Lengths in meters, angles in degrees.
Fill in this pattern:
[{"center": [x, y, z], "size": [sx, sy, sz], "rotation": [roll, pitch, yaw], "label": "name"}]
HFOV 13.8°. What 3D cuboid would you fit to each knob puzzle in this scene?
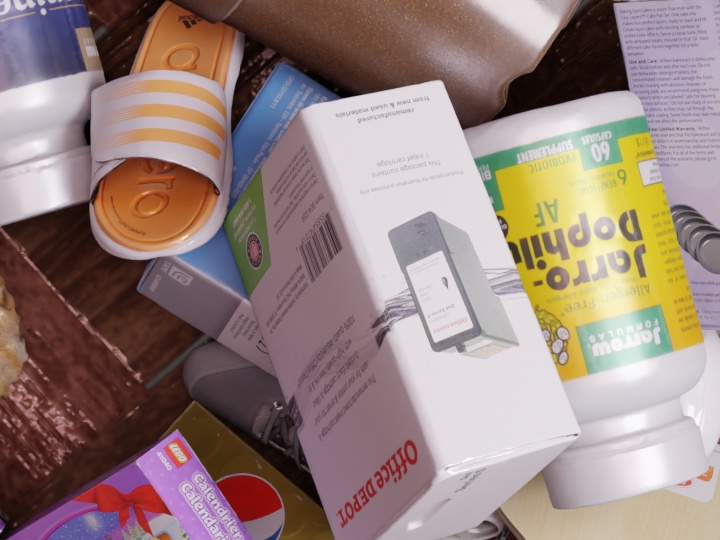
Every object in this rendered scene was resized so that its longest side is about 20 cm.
[{"center": [0.141, 0.088, 1.662], "size": [0.220, 0.030, 0.220], "rotation": [3, 67, -8], "label": "knob puzzle"}]

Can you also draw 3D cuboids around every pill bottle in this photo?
[{"center": [0.113, 0.016, 1.532], "size": [0.113, 0.113, 0.200], "rotation": [-14, 89, -1], "label": "pill bottle"}, {"center": [-0.203, -0.127, 1.629], "size": [0.111, 0.111, 0.200], "rotation": [-16, 92, -1], "label": "pill bottle"}]

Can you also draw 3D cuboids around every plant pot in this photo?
[{"center": [0.011, -0.179, 1.604], "size": [0.198, 0.200, 0.200], "rotation": [34, 90, -11], "label": "plant pot"}]

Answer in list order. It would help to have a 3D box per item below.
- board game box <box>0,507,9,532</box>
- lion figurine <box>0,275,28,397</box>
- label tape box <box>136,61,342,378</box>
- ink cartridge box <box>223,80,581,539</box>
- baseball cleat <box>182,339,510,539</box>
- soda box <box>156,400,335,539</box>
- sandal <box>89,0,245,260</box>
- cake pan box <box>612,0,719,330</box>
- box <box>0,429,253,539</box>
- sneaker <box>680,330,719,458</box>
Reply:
[{"center": [-0.271, 0.076, 1.629], "size": [0.032, 0.120, 0.200], "rotation": [-44, 93, 0], "label": "board game box"}, {"center": [-0.255, -0.019, 1.645], "size": [0.072, 0.122, 0.200], "rotation": [-32, 77, 0], "label": "lion figurine"}, {"center": [0.000, 0.000, 1.634], "size": [0.200, 0.066, 0.143], "rotation": [33, 60, -4], "label": "label tape box"}, {"center": [0.017, 0.028, 1.506], "size": [0.084, 0.146, 0.200], "rotation": [-13, 72, -25], "label": "ink cartridge box"}, {"center": [-0.007, 0.099, 1.646], "size": [0.200, 0.070, 0.106], "rotation": [15, 48, -2], "label": "baseball cleat"}, {"center": [-0.035, 0.162, 1.622], "size": [0.200, 0.064, 0.068], "rotation": [39, 81, 18], "label": "soda box"}, {"center": [-0.109, -0.093, 1.603], "size": [0.079, 0.059, 0.207], "rotation": [-8, 47, 14], "label": "sandal"}, {"center": [0.232, -0.061, 1.510], "size": [0.052, 0.200, 0.184], "rotation": [-28, 109, -43], "label": "cake pan box"}, {"center": [-0.126, 0.182, 1.613], "size": [0.039, 0.200, 0.137], "rotation": [-37, 94, -45], "label": "box"}, {"center": [0.137, 0.015, 1.616], "size": [0.088, 0.075, 0.200], "rotation": [6, 66, -40], "label": "sneaker"}]
